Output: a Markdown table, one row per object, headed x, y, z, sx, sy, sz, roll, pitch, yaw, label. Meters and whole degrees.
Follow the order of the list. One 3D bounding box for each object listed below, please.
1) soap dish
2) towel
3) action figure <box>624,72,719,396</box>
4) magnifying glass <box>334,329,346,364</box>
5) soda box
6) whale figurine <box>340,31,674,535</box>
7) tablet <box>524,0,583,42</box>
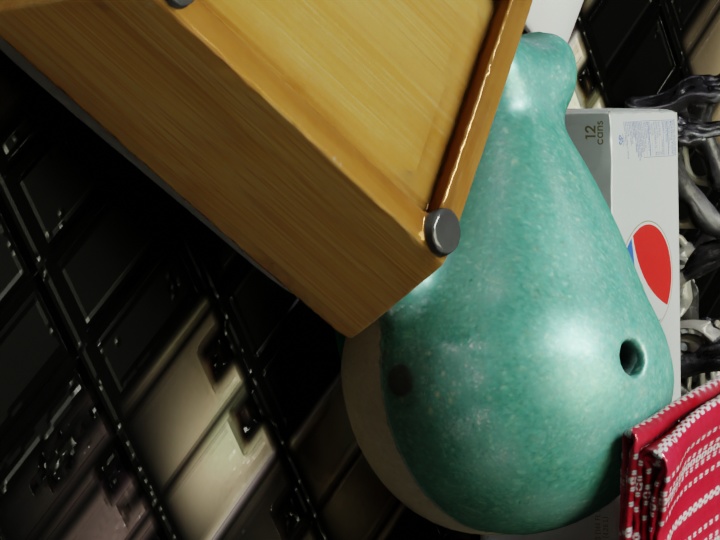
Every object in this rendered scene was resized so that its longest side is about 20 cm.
| x | y | z | sx | sy | sz | roll | pitch | yaw | label |
| --- | --- | --- | --- | --- | --- | --- | --- | --- | --- |
| -0.027 | -0.095 | 1.017 | 0.200 | 0.081 | 0.157 | 42 | 56 | -38 | soap dish |
| 0.148 | 0.130 | 1.157 | 0.145 | 0.022 | 0.200 | -25 | 124 | -44 | towel |
| 0.172 | 0.018 | 1.335 | 0.119 | 0.102 | 0.200 | -53 | 132 | -58 | action figure |
| 0.000 | 0.000 | 1.146 | 0.080 | 0.022 | 0.200 | -63 | 141 | -33 | magnifying glass |
| 0.091 | 0.032 | 1.240 | 0.064 | 0.068 | 0.200 | -5 | 95 | -57 | soda box |
| 0.065 | 0.000 | 1.124 | 0.159 | 0.104 | 0.200 | 12 | 78 | -44 | whale figurine |
| 0.058 | -0.195 | 1.231 | 0.200 | 0.014 | 0.130 | 47 | 53 | -46 | tablet |
